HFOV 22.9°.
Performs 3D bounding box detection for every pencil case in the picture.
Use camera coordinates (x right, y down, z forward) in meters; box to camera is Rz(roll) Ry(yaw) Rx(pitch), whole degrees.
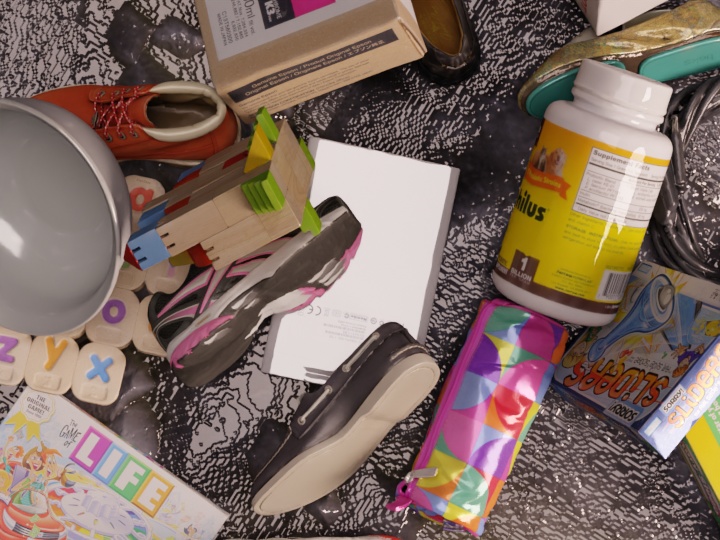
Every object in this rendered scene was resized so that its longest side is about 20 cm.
[{"bbox_3d":[0.099,0.121,1.465,0.088,0.088,0.201,25,83,0],"label":"pencil case"}]

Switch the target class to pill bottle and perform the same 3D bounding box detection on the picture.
[{"bbox_3d":[0.185,-0.064,1.448,0.108,0.109,0.202,18,101,0],"label":"pill bottle"}]

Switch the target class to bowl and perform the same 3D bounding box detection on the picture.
[{"bbox_3d":[-0.256,-0.057,1.424,0.199,0.090,0.203,11,119,21],"label":"bowl"}]

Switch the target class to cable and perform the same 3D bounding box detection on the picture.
[{"bbox_3d":[0.321,-0.066,1.509,0.162,0.051,0.202,-17,91,-11],"label":"cable"}]

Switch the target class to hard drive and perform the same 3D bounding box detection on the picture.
[{"bbox_3d":[0.000,0.000,1.501,0.131,0.025,0.202,12,86,-1],"label":"hard drive"}]

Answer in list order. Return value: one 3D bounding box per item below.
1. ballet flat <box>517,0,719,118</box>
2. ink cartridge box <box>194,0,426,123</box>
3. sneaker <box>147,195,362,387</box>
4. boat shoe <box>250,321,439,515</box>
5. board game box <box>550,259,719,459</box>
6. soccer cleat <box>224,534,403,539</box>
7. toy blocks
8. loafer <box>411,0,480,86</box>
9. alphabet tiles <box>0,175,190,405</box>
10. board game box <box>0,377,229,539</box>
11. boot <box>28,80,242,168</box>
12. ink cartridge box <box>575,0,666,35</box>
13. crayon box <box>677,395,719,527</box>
[{"bbox_3d":[0.220,-0.182,1.505,0.198,0.071,0.071,-17,87,-4],"label":"ballet flat"},{"bbox_3d":[-0.054,-0.244,1.447,0.163,0.075,0.202,-21,66,12],"label":"ink cartridge box"},{"bbox_3d":[-0.093,-0.003,1.452,0.199,0.081,0.086,-37,61,-11],"label":"sneaker"},{"bbox_3d":[-0.021,0.123,1.468,0.200,0.072,0.063,-44,56,15],"label":"boat shoe"},{"bbox_3d":[0.233,0.066,1.416,0.034,0.200,0.136,42,85,-17],"label":"board game box"},{"bbox_3d":[-0.033,0.249,1.450,0.198,0.085,0.069,4,86,-5],"label":"soccer cleat"},{"bbox_3d":[-0.112,-0.049,1.404,0.136,0.200,0.101,-26,106,11],"label":"toy blocks"},{"bbox_3d":[0.043,-0.254,1.496,0.072,0.072,0.201,-32,87,-2],"label":"loafer"},{"bbox_3d":[-0.240,0.008,1.487,0.198,0.015,0.198,11,75,-1],"label":"alphabet tiles"},{"bbox_3d":[-0.227,0.201,1.475,0.199,0.034,0.135,35,85,1],"label":"board game box"},{"bbox_3d":[-0.199,-0.126,1.462,0.198,0.107,0.076,-1,82,-1],"label":"boot"},{"bbox_3d":[0.207,-0.329,1.449,0.144,0.147,0.201,-28,73,-5],"label":"ink cartridge box"},{"bbox_3d":[0.353,0.128,1.472,0.171,0.058,0.201,-29,97,-2],"label":"crayon box"}]
